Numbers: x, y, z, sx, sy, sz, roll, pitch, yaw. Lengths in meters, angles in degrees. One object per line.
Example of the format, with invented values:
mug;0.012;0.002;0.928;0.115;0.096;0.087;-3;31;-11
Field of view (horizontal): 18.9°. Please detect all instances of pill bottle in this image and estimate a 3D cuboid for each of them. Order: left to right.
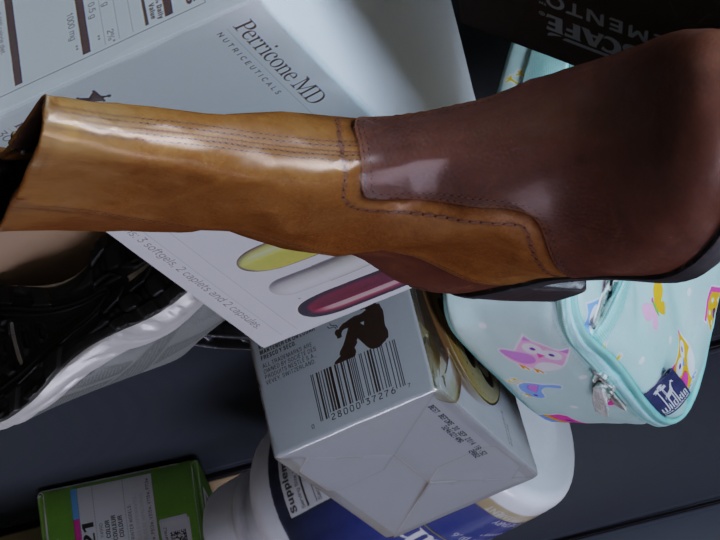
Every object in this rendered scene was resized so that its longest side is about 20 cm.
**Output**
pill bottle;0.010;0.117;1.191;0.200;0.111;0.111;-31;145;32

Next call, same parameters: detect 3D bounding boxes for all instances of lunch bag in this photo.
lunch bag;0.108;-0.036;0.931;0.077;0.201;0.160;5;158;27

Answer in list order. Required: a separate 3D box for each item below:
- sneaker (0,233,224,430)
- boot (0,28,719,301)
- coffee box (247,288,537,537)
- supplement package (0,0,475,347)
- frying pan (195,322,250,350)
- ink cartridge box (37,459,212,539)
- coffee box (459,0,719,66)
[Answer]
sneaker;-0.133;0.033;1.092;0.200;0.074;0.079;-26;153;23
boot;0.001;-0.040;0.638;0.199;0.069;0.188;8;171;-23
coffee box;0.000;0.000;0.952;0.080;0.201;0.113;-24;147;16
supplement package;-0.046;-0.090;0.773;0.111;0.156;0.200;-23;149;18
frying pan;-0.006;0.040;1.198;0.115;0.031;0.190;-31;148;29
ink cartridge box;-0.182;0.198;1.354;0.199;0.076;0.148;-11;151;1
coffee box;0.120;-0.158;0.699;0.114;0.200;0.080;23;155;16
